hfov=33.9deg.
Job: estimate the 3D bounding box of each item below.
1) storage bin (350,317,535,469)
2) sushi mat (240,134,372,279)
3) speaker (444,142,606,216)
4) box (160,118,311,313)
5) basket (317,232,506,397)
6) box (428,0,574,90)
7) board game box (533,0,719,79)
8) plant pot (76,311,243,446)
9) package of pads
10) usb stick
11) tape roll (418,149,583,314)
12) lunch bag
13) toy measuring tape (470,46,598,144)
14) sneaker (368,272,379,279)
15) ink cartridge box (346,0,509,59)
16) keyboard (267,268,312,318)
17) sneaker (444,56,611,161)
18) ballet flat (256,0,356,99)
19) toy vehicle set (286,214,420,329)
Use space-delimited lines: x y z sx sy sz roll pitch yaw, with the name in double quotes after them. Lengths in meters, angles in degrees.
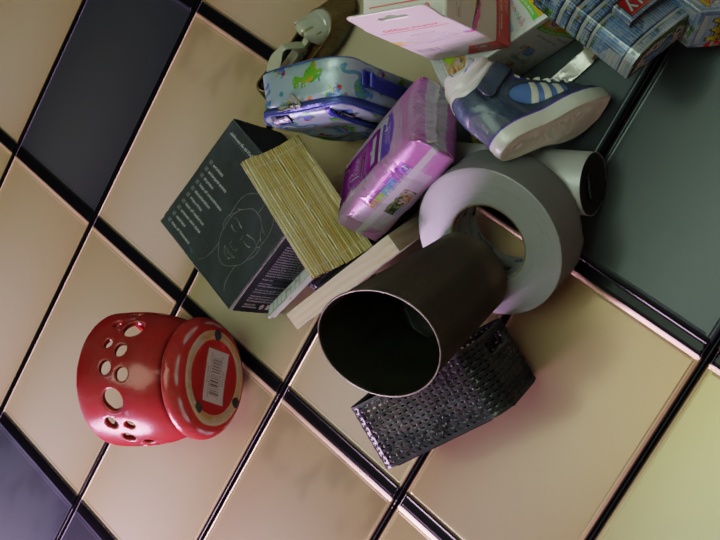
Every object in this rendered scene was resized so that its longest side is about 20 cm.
0.105 0.155 1.491 0.200 0.135 0.094 -30 90 28 "storage bin"
-0.073 -0.087 1.584 0.200 0.095 0.012 57 159 18 "sushi mat"
0.206 -0.117 1.497 0.199 0.081 0.082 8 90 35 "speaker"
-0.151 -0.076 1.713 0.200 0.124 0.197 49 113 27 "box"
0.078 0.043 1.407 0.180 0.200 0.136 -9 108 43 "basket"
0.187 -0.321 1.518 0.200 0.101 0.113 -31 69 28 "box"
0.344 -0.320 1.384 0.200 0.062 0.200 -38 68 -24 "board game box"
-0.288 0.158 1.740 0.182 0.200 0.201 -5 82 31 "plant pot"
0.049 -0.143 1.531 0.200 0.075 0.121 -46 26 45 "package of pads"
0.003 -0.040 1.648 0.200 0.055 0.033 -39 102 25 "usb stick"
0.173 -0.048 1.466 0.200 0.066 0.201 19 127 27 "tape roll"
-0.023 -0.228 1.594 0.160 0.200 0.083 -6 83 33 "lunch bag"
0.213 -0.227 1.510 0.200 0.073 0.074 -39 65 26 "toy measuring tape"
0.048 0.035 1.593 0.200 0.078 0.089 -27 73 30 "sneaker"
0.082 -0.311 1.405 0.116 0.200 0.068 -3 85 34 "ink cartridge box"
-0.060 -0.011 1.661 0.200 0.011 0.056 -45 18 8 "keyboard"
0.197 -0.222 1.448 0.147 0.200 0.081 53 147 22 "sneaker"
-0.086 -0.326 1.725 0.200 0.072 0.068 -47 62 21 "ballet flat"
0.000 0.000 1.592 0.200 0.124 0.027 -38 88 31 "toy vehicle set"
